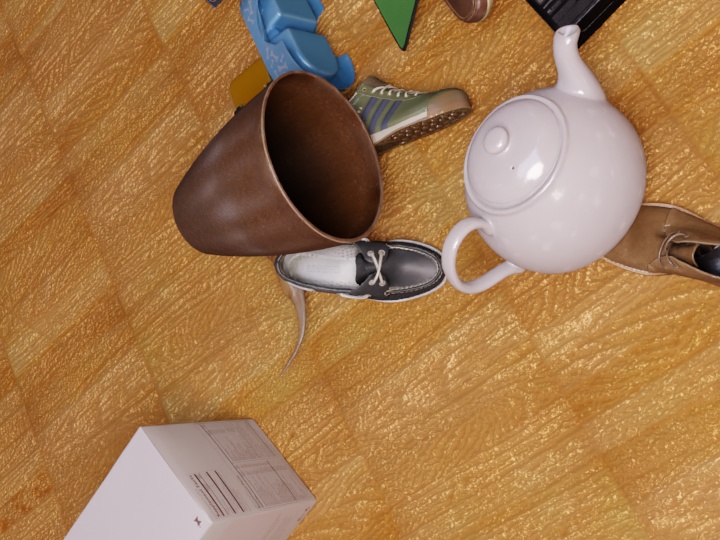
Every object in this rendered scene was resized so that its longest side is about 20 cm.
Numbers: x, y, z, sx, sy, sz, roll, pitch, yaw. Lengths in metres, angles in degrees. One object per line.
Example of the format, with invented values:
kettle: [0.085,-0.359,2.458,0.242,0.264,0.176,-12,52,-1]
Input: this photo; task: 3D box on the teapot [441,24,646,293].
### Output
teapot: [0.169,-0.096,0.886,0.196,0.145,0.202,-25,57,38]

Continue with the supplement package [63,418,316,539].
supplement package: [-0.199,0.295,1.061,0.147,0.199,0.192,44,107,27]

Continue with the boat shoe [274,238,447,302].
boat shoe: [0.000,0.000,1.026,0.198,0.060,0.077,-4,87,13]

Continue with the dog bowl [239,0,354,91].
dog bowl: [-0.083,-0.288,1.113,0.050,0.111,0.201,-40,65,37]

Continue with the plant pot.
plant pot: [-0.109,-0.090,0.992,0.199,0.186,0.189,-21,74,36]

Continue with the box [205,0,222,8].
box: [-0.184,-0.433,1.119,0.115,0.132,0.201,-42,24,20]

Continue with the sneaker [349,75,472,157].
sneaker: [0.029,-0.189,1.051,0.199,0.067,0.091,-21,79,31]

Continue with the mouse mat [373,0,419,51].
mouse mat: [0.023,-0.376,1.046,0.007,0.161,0.201,-18,69,-15]

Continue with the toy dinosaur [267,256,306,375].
toy dinosaur: [-0.079,0.016,1.112,0.106,0.060,0.201,-46,53,33]

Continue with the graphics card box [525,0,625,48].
graphics card box: [0.209,-0.351,0.969,0.125,0.051,0.201,-45,63,20]

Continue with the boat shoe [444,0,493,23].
boat shoe: [0.080,-0.361,1.004,0.202,0.067,0.072,65,151,8]

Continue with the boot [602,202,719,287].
boot: [0.302,-0.025,0.862,0.199,0.075,0.074,17,97,34]

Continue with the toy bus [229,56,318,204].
toy bus: [-0.097,-0.166,1.121,0.065,0.078,0.201,-32,69,23]
